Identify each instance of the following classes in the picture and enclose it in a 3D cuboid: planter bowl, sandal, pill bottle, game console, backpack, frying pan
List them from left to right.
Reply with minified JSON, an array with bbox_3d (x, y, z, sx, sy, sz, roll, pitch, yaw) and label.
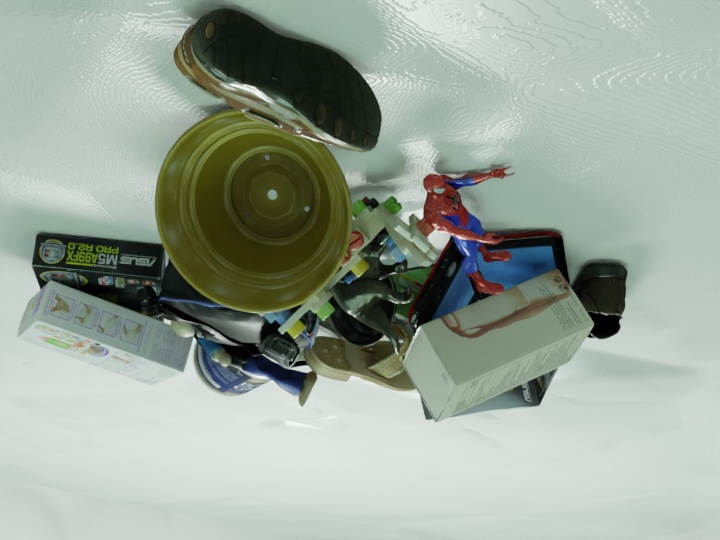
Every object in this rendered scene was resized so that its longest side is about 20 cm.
[{"bbox_3d":[-0.129,0.025,1.546,0.198,0.155,0.191,14,161,13],"label":"backpack"},{"bbox_3d":[-0.148,0.102,1.830,0.110,0.112,0.200,13,159,-24],"label":"pill bottle"},{"bbox_3d":[-0.096,-0.067,1.312,0.198,0.203,0.084,0,-164,12],"label":"planter bowl"},{"bbox_3d":[-0.022,0.040,1.639,0.031,0.116,0.189,-5,173,-46],"label":"frying pan"},{"bbox_3d":[0.030,0.100,1.669,0.210,0.078,0.070,7,136,-40],"label":"sandal"},{"bbox_3d":[0.157,0.038,1.590,0.118,0.173,0.200,26,168,20],"label":"game console"}]

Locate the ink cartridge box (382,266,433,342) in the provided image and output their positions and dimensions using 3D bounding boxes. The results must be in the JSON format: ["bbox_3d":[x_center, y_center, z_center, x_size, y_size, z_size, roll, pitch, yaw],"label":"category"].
[{"bbox_3d":[0.040,0.051,1.724,0.199,0.060,0.104,-11,155,35],"label":"ink cartridge box"}]

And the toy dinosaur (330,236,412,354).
[{"bbox_3d":[0.000,0.000,1.498,0.101,0.077,0.201,-13,116,13],"label":"toy dinosaur"}]

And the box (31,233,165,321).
[{"bbox_3d":[-0.332,0.013,1.715,0.158,0.045,0.200,6,161,-6],"label":"box"}]

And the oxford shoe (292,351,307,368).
[{"bbox_3d":[-0.025,0.119,1.911,0.198,0.075,0.071,1,161,8],"label":"oxford shoe"}]

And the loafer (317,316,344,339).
[{"bbox_3d":[-0.115,0.062,1.694,0.198,0.063,0.072,22,141,4],"label":"loafer"}]

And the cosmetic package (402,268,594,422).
[{"bbox_3d":[0.160,0.087,1.557,0.199,0.088,0.104,-21,156,-25],"label":"cosmetic package"}]

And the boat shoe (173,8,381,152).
[{"bbox_3d":[-0.071,-0.160,1.140,0.199,0.076,0.074,27,157,-32],"label":"boat shoe"}]

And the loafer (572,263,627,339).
[{"bbox_3d":[0.292,0.054,1.665,0.072,0.072,0.200,2,161,7],"label":"loafer"}]

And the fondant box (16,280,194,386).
[{"bbox_3d":[-0.331,0.085,1.720,0.198,0.059,0.144,21,160,-20],"label":"fondant box"}]

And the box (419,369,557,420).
[{"bbox_3d":[0.180,0.138,1.794,0.157,0.049,0.200,-9,-169,20],"label":"box"}]

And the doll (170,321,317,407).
[{"bbox_3d":[-0.150,0.105,1.672,0.199,0.049,0.136,27,-175,-2],"label":"doll"}]

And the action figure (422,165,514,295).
[{"bbox_3d":[0.132,-0.046,1.396,0.098,0.066,0.200,-2,151,30],"label":"action figure"}]

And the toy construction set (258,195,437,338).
[{"bbox_3d":[-0.013,-0.014,1.375,0.199,0.093,0.131,-28,-177,15],"label":"toy construction set"}]
